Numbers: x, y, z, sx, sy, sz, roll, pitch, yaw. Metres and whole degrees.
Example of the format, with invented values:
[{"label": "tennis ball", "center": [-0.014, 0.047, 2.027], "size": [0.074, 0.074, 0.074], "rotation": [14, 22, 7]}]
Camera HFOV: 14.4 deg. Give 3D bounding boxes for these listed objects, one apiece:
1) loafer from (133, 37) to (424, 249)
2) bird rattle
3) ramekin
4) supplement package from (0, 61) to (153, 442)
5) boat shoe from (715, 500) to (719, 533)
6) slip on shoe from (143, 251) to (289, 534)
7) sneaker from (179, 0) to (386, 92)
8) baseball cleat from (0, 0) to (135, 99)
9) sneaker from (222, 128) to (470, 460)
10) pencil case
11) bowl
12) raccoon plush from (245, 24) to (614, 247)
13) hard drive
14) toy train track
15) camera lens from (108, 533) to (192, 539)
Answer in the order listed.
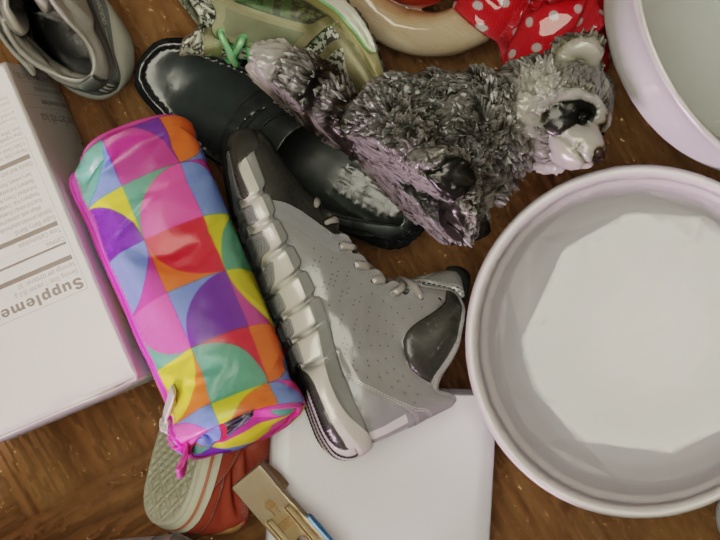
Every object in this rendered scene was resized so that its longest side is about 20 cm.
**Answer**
[{"label": "loafer", "center": [-0.047, -0.079, 1.685], "size": [0.200, 0.070, 0.068], "rotation": [32, 95, 6]}, {"label": "bird rattle", "center": [0.062, -0.189, 1.674], "size": [0.163, 0.113, 0.200], "rotation": [-13, 103, 19]}, {"label": "ramekin", "center": [0.163, 0.039, 1.641], "size": [0.200, 0.105, 0.200], "rotation": [0, 91, 8]}, {"label": "supplement package", "center": [-0.209, -0.008, 1.683], "size": [0.120, 0.121, 0.200], "rotation": [-23, 89, 7]}, {"label": "boat shoe", "center": [0.305, 0.130, 1.647], "size": [0.200, 0.057, 0.069], "rotation": [-9, 90, 8]}, {"label": "slip on shoe", "center": [-0.070, 0.065, 1.700], "size": [0.074, 0.061, 0.200], "rotation": [10, 80, 52]}, {"label": "sneaker", "center": [-0.064, -0.143, 1.676], "size": [0.089, 0.077, 0.200], "rotation": [-44, 77, -12]}, {"label": "baseball cleat", "center": [-0.208, -0.187, 1.683], "size": [0.070, 0.106, 0.200], "rotation": [-44, 81, 9]}, {"label": "sneaker", "center": [0.000, 0.000, 1.637], "size": [0.115, 0.075, 0.200], "rotation": [-20, 89, -10]}, {"label": "pencil case", "center": [-0.101, 0.012, 1.621], "size": [0.088, 0.088, 0.200], "rotation": [-24, 76, 8]}, {"label": "bowl", "center": [0.209, -0.136, 1.619], "size": [0.201, 0.090, 0.201], "rotation": [9, 72, -31]}, {"label": "raccoon plush", "center": [0.049, -0.110, 1.593], "size": [0.200, 0.097, 0.134], "rotation": [41, 77, 10]}, {"label": "hard drive", "center": [0.010, 0.169, 1.682], "size": [0.132, 0.025, 0.200], "rotation": [2, 98, -5]}, {"label": "toy train track", "center": [0.002, 0.191, 1.656], "size": [0.115, 0.033, 0.200], "rotation": [-40, 93, 17]}, {"label": "camera lens", "center": [-0.174, 0.240, 1.664], "size": [0.200, 0.160, 0.160], "rotation": [-6, 90, 8]}]
